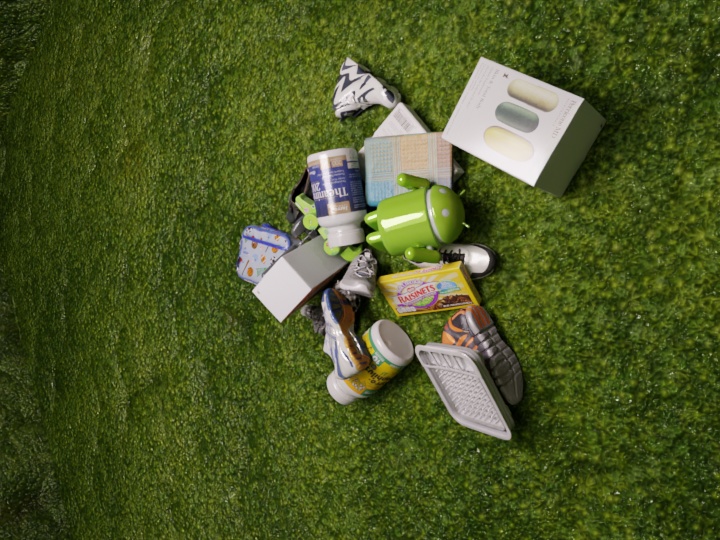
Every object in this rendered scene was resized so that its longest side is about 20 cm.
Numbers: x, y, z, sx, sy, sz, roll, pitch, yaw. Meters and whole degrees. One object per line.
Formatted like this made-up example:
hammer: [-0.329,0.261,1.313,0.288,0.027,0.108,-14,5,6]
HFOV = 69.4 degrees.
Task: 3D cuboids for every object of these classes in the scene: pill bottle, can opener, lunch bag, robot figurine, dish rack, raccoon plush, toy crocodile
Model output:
pill bottle: [0.015,0.209,1.147,0.200,0.112,0.113,-45,64,28]
can opener: [-0.172,-0.053,1.277,0.066,0.053,0.200,42,85,-5]
lunch bag: [-0.246,-0.039,1.380,0.199,0.075,0.161,18,99,36]
pill bottle: [-0.046,-0.156,1.129,0.110,0.111,0.201,-5,98,38]
robot figurine: [0.110,-0.096,1.001,0.199,0.116,0.177,-12,70,23]
dish rack: [0.201,0.216,0.979,0.171,0.043,0.201,-5,117,60]
raccoon plush: [-0.078,0.073,1.227,0.199,0.096,0.135,19,104,37]
toy crocodile: [-0.075,-0.100,1.206,0.062,0.068,0.200,-39,93,23]

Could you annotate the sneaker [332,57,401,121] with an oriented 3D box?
sneaker: [0.002,-0.382,1.179,0.199,0.079,0.130,46,118,29]

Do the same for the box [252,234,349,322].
box: [-0.132,0.012,1.196,0.098,0.200,0.124,47,120,3]

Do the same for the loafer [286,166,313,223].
loafer: [-0.143,-0.186,1.253,0.200,0.063,0.072,-50,61,41]

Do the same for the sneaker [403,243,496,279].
sneaker: [0.173,-0.023,1.044,0.199,0.080,0.074,6,92,36]

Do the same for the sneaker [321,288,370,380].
sneaker: [-0.054,0.134,1.101,0.088,0.075,0.201,-42,53,32]

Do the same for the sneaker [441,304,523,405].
sneaker: [0.231,0.172,1.011,0.112,0.077,0.201,-38,70,46]

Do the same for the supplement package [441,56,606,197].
supplement package: [0.283,-0.247,0.909,0.200,0.150,0.152,38,112,31]

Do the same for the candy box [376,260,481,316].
candy box: [0.137,0.042,1.070,0.199,0.026,0.103,-12,120,38]

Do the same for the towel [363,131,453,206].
towel: [0.098,-0.207,1.075,0.199,0.022,0.148,2,96,30]

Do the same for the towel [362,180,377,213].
towel: [-0.035,-0.197,1.227,0.199,0.049,0.149,8,94,38]

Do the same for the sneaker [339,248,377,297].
sneaker: [0.000,0.000,1.119,0.074,0.200,0.083,16,103,-7]

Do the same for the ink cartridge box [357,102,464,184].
ink cartridge box: [0.094,-0.222,1.113,0.176,0.045,0.201,-44,71,28]
